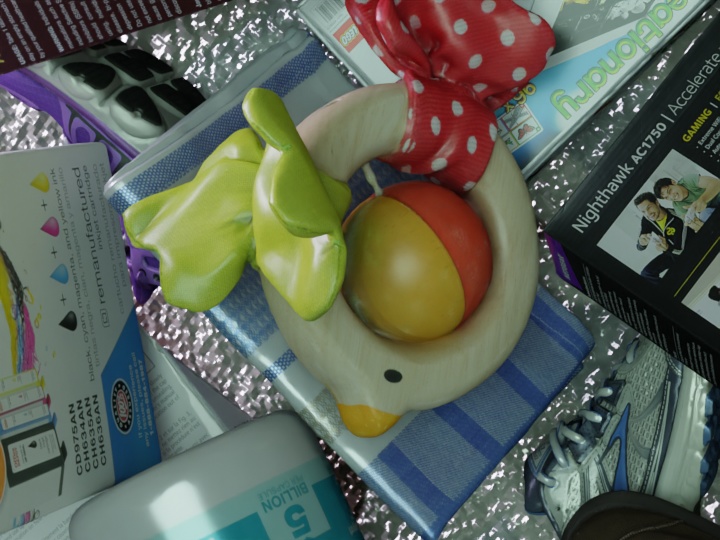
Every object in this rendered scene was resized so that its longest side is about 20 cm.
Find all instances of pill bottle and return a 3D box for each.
[{"bbox_3d":[-0.032,0.167,0.848,0.110,0.111,0.201,-26,86,11],"label":"pill bottle"}]

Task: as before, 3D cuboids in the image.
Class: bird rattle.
[{"bbox_3d":[0.010,-0.027,0.837,0.112,0.200,0.164,-9,112,47],"label":"bird rattle"}]

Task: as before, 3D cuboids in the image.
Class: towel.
[{"bbox_3d":[0.000,0.000,0.878,0.200,0.147,0.024,47,138,1],"label":"towel"}]

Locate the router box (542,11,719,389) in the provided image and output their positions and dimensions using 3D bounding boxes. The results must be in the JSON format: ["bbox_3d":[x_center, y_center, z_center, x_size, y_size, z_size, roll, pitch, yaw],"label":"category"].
[{"bbox_3d":[0.192,-0.043,0.831,0.149,0.051,0.200,36,80,24],"label":"router box"}]

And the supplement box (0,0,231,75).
[{"bbox_3d":[-0.093,-0.158,0.893,0.199,0.109,0.061,-17,131,9],"label":"supplement box"}]

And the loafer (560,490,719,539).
[{"bbox_3d":[0.171,0.152,0.821,0.199,0.071,0.073,17,105,5],"label":"loafer"}]

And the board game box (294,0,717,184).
[{"bbox_3d":[0.085,-0.138,0.903,0.200,0.035,0.126,-44,84,10],"label":"board game box"}]

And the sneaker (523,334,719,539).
[{"bbox_3d":[0.110,0.080,0.891,0.085,0.077,0.201,9,94,15],"label":"sneaker"}]

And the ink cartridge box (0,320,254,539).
[{"bbox_3d":[-0.120,0.107,0.950,0.161,0.050,0.200,-41,82,14],"label":"ink cartridge box"}]

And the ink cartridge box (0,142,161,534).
[{"bbox_3d":[-0.196,0.035,0.828,0.144,0.200,0.148,-8,93,22],"label":"ink cartridge box"}]

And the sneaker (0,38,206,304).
[{"bbox_3d":[-0.095,-0.034,0.926,0.200,0.081,0.084,42,111,9],"label":"sneaker"}]
